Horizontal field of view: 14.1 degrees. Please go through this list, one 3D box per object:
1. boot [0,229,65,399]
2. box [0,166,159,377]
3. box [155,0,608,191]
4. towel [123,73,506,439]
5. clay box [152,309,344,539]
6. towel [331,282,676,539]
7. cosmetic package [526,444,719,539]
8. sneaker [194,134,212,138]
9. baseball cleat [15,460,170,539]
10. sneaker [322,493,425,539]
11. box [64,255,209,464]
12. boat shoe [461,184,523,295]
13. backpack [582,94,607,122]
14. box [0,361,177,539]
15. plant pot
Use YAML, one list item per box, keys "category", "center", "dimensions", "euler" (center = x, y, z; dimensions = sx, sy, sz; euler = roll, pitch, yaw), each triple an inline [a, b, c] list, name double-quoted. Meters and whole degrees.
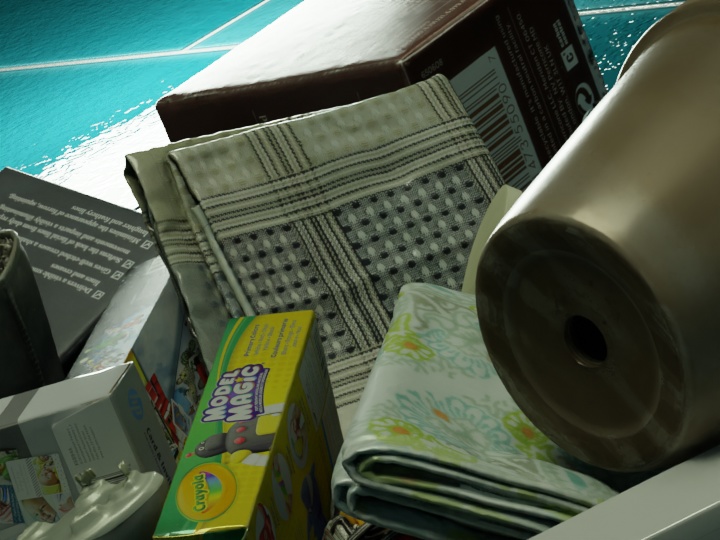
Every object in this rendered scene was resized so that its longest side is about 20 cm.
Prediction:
- category: "boot"
  center: [-0.153, 0.073, 1.439]
  dimensions: [0.072, 0.201, 0.182]
  euler: [-11, 20, 30]
- category: "box"
  center: [-0.188, 0.060, 1.557]
  dimensions: [0.148, 0.107, 0.200]
  euler: [19, 53, 39]
- category: "box"
  center: [0.024, -0.071, 1.707]
  dimensions: [0.199, 0.167, 0.164]
  euler: [-6, 24, 42]
- category: "towel"
  center: [0.000, 0.000, 1.461]
  dimensions: [0.199, 0.193, 0.035]
  euler: [-16, -19, -25]
- category: "clay box"
  center: [-0.045, 0.119, 1.276]
  dimensions: [0.047, 0.115, 0.200]
  euler: [-5, 29, 14]
- category: "towel"
  center: [0.083, 0.072, 1.268]
  dimensions: [0.170, 0.048, 0.200]
  euler: [19, 24, 2]
- category: "cosmetic package"
  center: [0.158, 0.111, 1.146]
  dimensions: [0.199, 0.083, 0.051]
  euler: [-26, 17, -9]
- category: "sneaker"
  center: [-0.035, 0.019, 1.640]
  dimensions: [0.199, 0.115, 0.076]
  euler: [34, 44, 23]
- category: "baseball cleat"
  center: [-0.139, 0.170, 1.271]
  dimensions: [0.200, 0.107, 0.070]
  euler: [-37, 8, 20]
- category: "sneaker"
  center: [0.014, 0.135, 1.251]
  dimensions: [0.077, 0.083, 0.200]
  euler: [-22, 18, -1]
- category: "box"
  center: [-0.089, 0.087, 1.425]
  dimensions: [0.038, 0.137, 0.200]
  euler: [-21, 17, 16]
- category: "boat shoe"
  center: [0.075, 0.048, 1.410]
  dimensions: [0.071, 0.062, 0.201]
  euler: [127, 162, -51]
- category: "backpack"
  center: [0.190, -0.042, 1.497]
  dimensions: [0.162, 0.154, 0.200]
  euler: [-26, 39, -6]
- category: "box"
  center: [-0.167, 0.142, 1.331]
  dimensions: [0.199, 0.157, 0.041]
  euler: [-17, 16, 18]
- category: "plant pot"
  center: [0.147, -0.003, 1.220]
  dimensions: [0.173, 0.201, 0.199]
  euler: [-31, 19, -36]
